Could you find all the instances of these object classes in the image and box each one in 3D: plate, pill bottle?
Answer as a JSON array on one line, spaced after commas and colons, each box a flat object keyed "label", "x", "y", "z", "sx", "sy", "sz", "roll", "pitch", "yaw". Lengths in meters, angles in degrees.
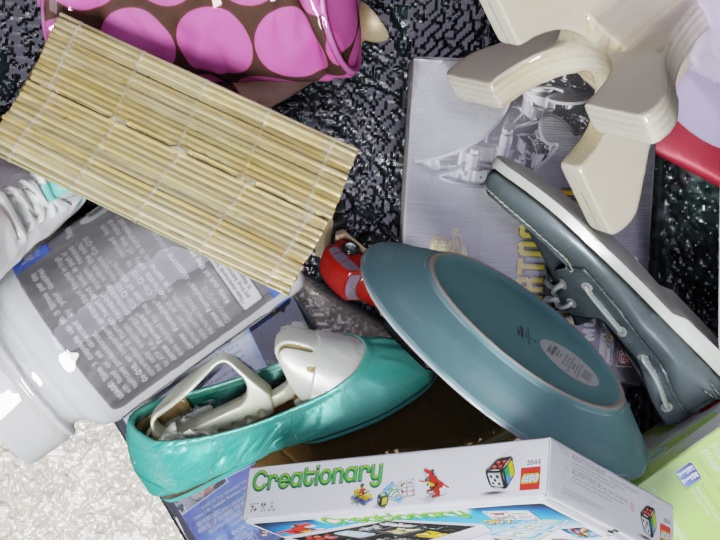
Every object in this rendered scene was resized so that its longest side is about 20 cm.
[{"label": "plate", "x": 0.088, "y": 0.041, "z": 0.919, "sx": 0.200, "sy": 0.200, "sz": 0.026, "roll": 36, "pitch": 107, "yaw": 0}, {"label": "pill bottle", "x": -0.144, "y": 0.020, "z": 0.981, "sx": 0.200, "sy": 0.114, "sz": 0.114, "roll": -35, "pitch": 89, "yaw": -5}]

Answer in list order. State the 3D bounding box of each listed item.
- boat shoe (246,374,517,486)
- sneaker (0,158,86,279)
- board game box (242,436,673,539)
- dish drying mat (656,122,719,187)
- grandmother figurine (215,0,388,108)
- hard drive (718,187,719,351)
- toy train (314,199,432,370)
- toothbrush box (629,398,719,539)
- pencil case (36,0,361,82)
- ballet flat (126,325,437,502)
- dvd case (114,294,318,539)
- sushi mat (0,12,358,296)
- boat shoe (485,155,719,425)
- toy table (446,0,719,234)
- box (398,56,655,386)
[{"label": "boat shoe", "x": 0.029, "y": 0.110, "z": 1.009, "sx": 0.200, "sy": 0.069, "sz": 0.074, "roll": -24, "pitch": 54, "yaw": 3}, {"label": "sneaker", "x": -0.201, "y": -0.041, "z": 0.955, "sx": 0.088, "sy": 0.200, "sz": 0.075, "roll": -19, "pitch": 104, "yaw": 2}, {"label": "board game box", "x": 0.051, "y": 0.132, "z": 0.888, "sx": 0.200, "sy": 0.126, "sz": 0.035, "roll": -10, "pitch": 62, "yaw": 37}, {"label": "dish drying mat", "x": 0.232, "y": -0.099, "z": 1.076, "sx": 0.200, "sy": 0.018, "sz": 0.077, "roll": 27, "pitch": 84, "yaw": -2}, {"label": "grandmother figurine", "x": -0.087, "y": -0.120, "z": 1.041, "sx": 0.200, "sy": 0.061, "sz": 0.121, "roll": -39, "pitch": 76, "yaw": -7}, {"label": "hard drive", "x": 0.278, "y": -0.044, "z": 0.987, "sx": 0.200, "sy": 0.027, "sz": 0.132, "roll": -31, "pitch": 126, "yaw": -39}, {"label": "toy train", "x": 0.000, "y": 0.000, "z": 1.002, "sx": 0.046, "sy": 0.034, "sz": 0.200, "roll": -23, "pitch": 49, "yaw": -31}, {"label": "toothbrush box", "x": 0.208, "y": 0.136, "z": 0.995, "sx": 0.200, "sy": 0.146, "sz": 0.086, "roll": -33, "pitch": 88, "yaw": -4}, {"label": "pencil case", "x": -0.099, "y": -0.158, "z": 0.977, "sx": 0.200, "sy": 0.094, "sz": 0.091, "roll": -2, "pitch": 77, "yaw": 16}, {"label": "ballet flat", "x": -0.052, "y": 0.074, "z": 0.976, "sx": 0.200, "sy": 0.067, "sz": 0.070, "roll": -24, "pitch": 121, "yaw": 7}, {"label": "dvd case", "x": -0.086, "y": 0.078, "z": 1.047, "sx": 0.143, "sy": 0.018, "sz": 0.200, "roll": -31, "pitch": 89, "yaw": -4}, {"label": "sushi mat", "x": -0.107, "y": -0.068, "z": 0.933, "sx": 0.200, "sy": 0.012, "sz": 0.096, "roll": 25, "pitch": 73, "yaw": 7}, {"label": "boat shoe", "x": 0.141, "y": 0.014, "z": 0.983, "sx": 0.200, "sy": 0.073, "sz": 0.062, "roll": 42, "pitch": 103, "yaw": -6}, {"label": "toy table", "x": 0.142, "y": -0.122, "z": 0.912, "sx": 0.117, "sy": 0.184, "sz": 0.200, "roll": -41, "pitch": 109, "yaw": -16}, {"label": "box", "x": 0.103, "y": -0.031, "z": 1.040, "sx": 0.158, "sy": 0.048, "sz": 0.200, "roll": 4, "pitch": 91, "yaw": -3}]
